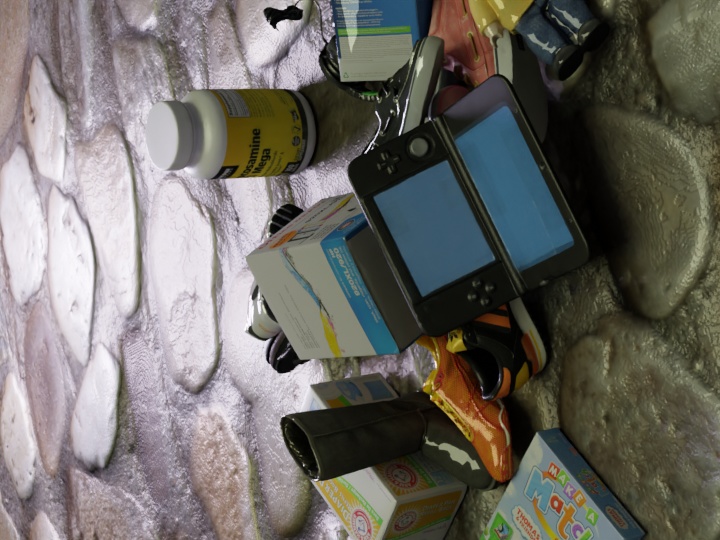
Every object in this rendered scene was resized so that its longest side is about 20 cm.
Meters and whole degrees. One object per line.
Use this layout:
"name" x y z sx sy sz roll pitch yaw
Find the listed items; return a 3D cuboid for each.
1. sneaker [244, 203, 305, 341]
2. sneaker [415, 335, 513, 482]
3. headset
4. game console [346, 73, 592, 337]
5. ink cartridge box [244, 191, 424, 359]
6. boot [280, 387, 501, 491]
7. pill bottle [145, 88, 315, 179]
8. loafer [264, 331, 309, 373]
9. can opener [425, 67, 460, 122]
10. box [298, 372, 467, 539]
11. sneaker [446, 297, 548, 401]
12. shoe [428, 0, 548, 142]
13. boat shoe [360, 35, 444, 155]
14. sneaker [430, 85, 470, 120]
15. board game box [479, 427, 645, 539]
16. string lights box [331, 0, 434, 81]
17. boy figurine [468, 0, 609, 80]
"sneaker" -0.106 0.001 1.724 0.080 0.073 0.201 -45 23 45
"sneaker" 0.112 0.143 1.492 0.073 0.076 0.201 91 159 -59
"headset" -0.020 -0.274 1.613 0.199 0.093 0.125 31 119 35
"game console" 0.101 -0.059 1.342 0.202 0.175 0.116 64 178 4
"ink cartridge box" 0.000 0.000 1.541 0.199 0.147 0.146 -9 113 53
"boot" 0.035 0.197 1.511 0.181 0.198 0.073 35 119 45
"pill bottle" -0.164 -0.172 1.733 0.112 0.198 0.114 11 104 52
"loafer" -0.060 0.076 1.737 0.063 0.071 0.201 57 133 25
"can opener" 0.075 -0.183 1.525 0.053 0.066 0.202 31 114 49
"box" 0.017 0.228 1.615 0.200 0.112 0.102 49 132 37
"sneaker" 0.115 0.040 1.420 0.070 0.090 0.201 -18 106 56
"shoe" 0.130 -0.209 1.420 0.090 0.071 0.202 -19 74 34
"boat shoe" 0.041 -0.169 1.436 0.201 0.056 0.069 106 -175 -52
"sneaker" 0.148 -0.108 1.416 0.104 0.075 0.202 -23 87 54
"board game box" 0.200 0.290 1.437 0.152 0.036 0.201 51 132 37
"string lights box" 0.022 -0.306 1.454 0.102 0.059 0.202 3 111 26
"boy figurine" 0.157 -0.283 1.350 0.124 0.064 0.200 -43 74 9
